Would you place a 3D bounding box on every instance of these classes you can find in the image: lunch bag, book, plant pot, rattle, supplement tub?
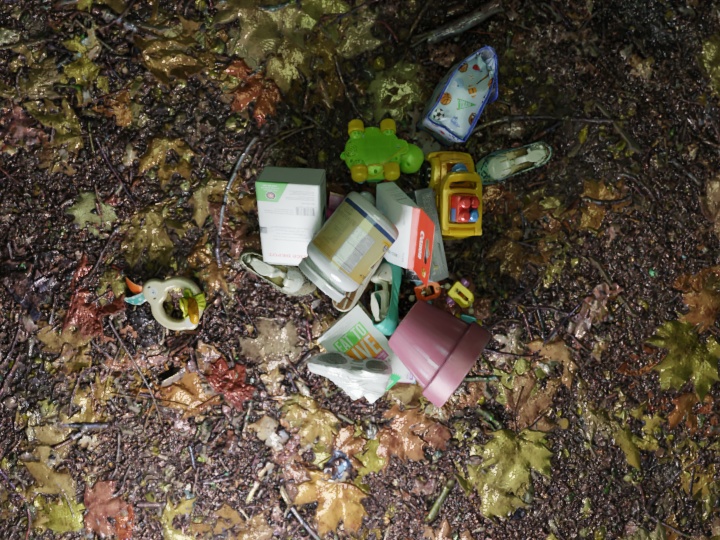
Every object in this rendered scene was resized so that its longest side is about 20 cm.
[{"bbox_3d":[0.226,-0.390,1.385,0.122,0.170,0.203,28,94,-8],"label":"lunch bag"},{"bbox_3d":[0.010,0.193,1.462,0.133,0.048,0.201,-40,97,8],"label":"book"},{"bbox_3d":[0.166,0.170,1.394,0.178,0.200,0.202,37,94,11],"label":"plant pot"},{"bbox_3d":[-0.461,0.076,1.422,0.196,0.144,0.132,24,113,-11],"label":"rattle"},{"bbox_3d":[-0.027,-0.049,1.326,0.144,0.144,0.201,40,93,-6],"label":"supplement tub"}]

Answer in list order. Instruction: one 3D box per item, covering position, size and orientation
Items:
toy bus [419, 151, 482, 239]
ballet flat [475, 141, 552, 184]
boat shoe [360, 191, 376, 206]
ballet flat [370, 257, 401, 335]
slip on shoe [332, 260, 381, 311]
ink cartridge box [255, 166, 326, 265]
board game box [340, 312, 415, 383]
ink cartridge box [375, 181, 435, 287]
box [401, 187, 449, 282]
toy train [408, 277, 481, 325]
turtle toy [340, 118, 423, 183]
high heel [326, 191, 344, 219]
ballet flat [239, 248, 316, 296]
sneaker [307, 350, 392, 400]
[{"bbox_3d":[0.215,-0.169,1.391,0.132,0.192,0.206,0,94,-10],"label":"toy bus"},{"bbox_3d":[0.358,-0.256,1.457,0.196,0.074,0.076,-22,97,0],"label":"ballet flat"},{"bbox_3d":[-0.017,-0.085,1.448,0.073,0.086,0.206,24,95,-5],"label":"boat shoe"},{"bbox_3d":[0.056,0.045,1.435,0.070,0.066,0.205,22,61,-42],"label":"ballet flat"},{"bbox_3d":[0.000,0.000,1.425,0.075,0.061,0.204,25,95,11],"label":"slip on shoe"},{"bbox_3d":[-0.150,-0.120,1.394,0.142,0.085,0.204,4,123,5],"label":"ink cartridge box"},{"bbox_3d":[0.042,0.187,1.502,0.194,0.040,0.158,5,96,-3],"label":"board game box"},{"bbox_3d":[0.092,-0.078,1.374,0.046,0.201,0.163,-12,128,-21],"label":"ink cartridge box"},{"bbox_3d":[0.127,-0.079,1.418,0.047,0.158,0.206,-14,98,-20],"label":"box"},{"bbox_3d":[0.207,0.095,1.494,0.147,0.056,0.204,-23,98,4],"label":"toy train"},{"bbox_3d":[0.050,-0.261,1.424,0.194,0.101,0.150,-2,72,-4],"label":"turtle toy"},{"bbox_3d":[-0.135,-0.146,1.450,0.195,0.067,0.099,11,94,-13],"label":"high heel"},{"bbox_3d":[-0.196,0.010,1.455,0.196,0.075,0.069,26,94,-5],"label":"ballet flat"},{"bbox_3d":[-0.029,0.249,1.420,0.195,0.078,0.102,11,112,7],"label":"sneaker"}]
